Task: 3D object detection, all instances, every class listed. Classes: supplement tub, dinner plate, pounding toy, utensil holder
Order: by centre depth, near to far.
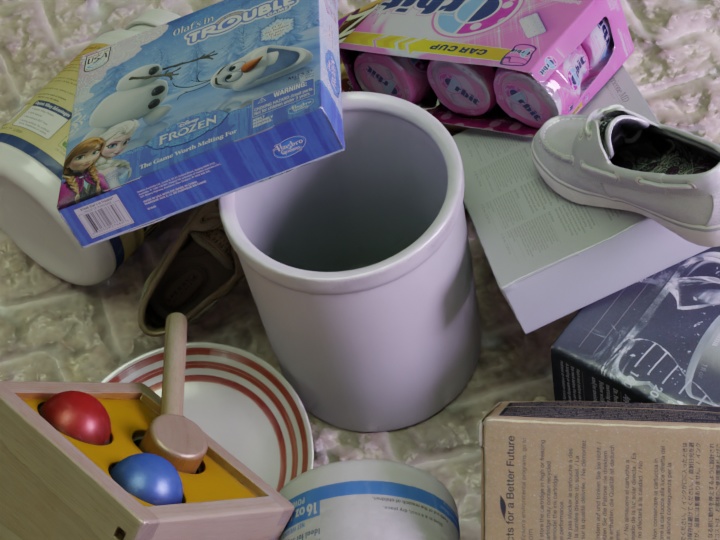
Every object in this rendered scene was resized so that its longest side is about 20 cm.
[{"bbox_3d":[0.004,0.237,1.206,0.132,0.132,0.200,-6,51,6],"label":"supplement tub"},{"bbox_3d":[-0.149,0.130,1.211,0.184,0.200,0.142,35,106,30],"label":"pounding toy"},{"bbox_3d":[0.000,0.000,1.345,0.170,0.200,0.170,-5,51,6],"label":"utensil holder"},{"bbox_3d":[-0.129,0.147,1.353,0.200,0.024,0.200,-6,64,11],"label":"dinner plate"},{"bbox_3d":[-0.198,-0.102,1.497,0.144,0.144,0.200,29,63,28],"label":"supplement tub"}]

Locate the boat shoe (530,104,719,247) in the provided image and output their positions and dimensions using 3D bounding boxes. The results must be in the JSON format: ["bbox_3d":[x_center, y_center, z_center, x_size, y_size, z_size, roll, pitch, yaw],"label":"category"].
[{"bbox_3d":[0.178,-0.075,1.232,0.072,0.069,0.200,-37,36,-11],"label":"boat shoe"}]

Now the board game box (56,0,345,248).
[{"bbox_3d":[-0.111,-0.121,1.324,0.200,0.043,0.199,-20,35,12],"label":"board game box"}]

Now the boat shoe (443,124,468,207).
[{"bbox_3d":[0.086,-0.078,1.476,0.200,0.072,0.068,18,63,30],"label":"boat shoe"}]

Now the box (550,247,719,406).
[{"bbox_3d":[0.269,0.060,1.299,0.196,0.124,0.200,28,62,26],"label":"box"}]

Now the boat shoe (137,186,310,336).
[{"bbox_3d":[-0.098,-0.026,1.409,0.072,0.065,0.200,42,108,-5],"label":"boat shoe"}]

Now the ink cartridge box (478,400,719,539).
[{"bbox_3d":[0.161,0.187,1.181,0.165,0.075,0.200,2,98,13],"label":"ink cartridge box"}]

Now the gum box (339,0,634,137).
[{"bbox_3d":[0.097,-0.166,1.398,0.200,0.066,0.114,13,50,41],"label":"gum box"}]

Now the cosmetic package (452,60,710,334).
[{"bbox_3d":[0.152,-0.058,1.330,0.151,0.052,0.200,-27,35,7],"label":"cosmetic package"}]

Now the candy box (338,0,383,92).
[{"bbox_3d":[-0.021,-0.139,1.511,0.200,0.056,0.117,-54,20,-26],"label":"candy box"}]
